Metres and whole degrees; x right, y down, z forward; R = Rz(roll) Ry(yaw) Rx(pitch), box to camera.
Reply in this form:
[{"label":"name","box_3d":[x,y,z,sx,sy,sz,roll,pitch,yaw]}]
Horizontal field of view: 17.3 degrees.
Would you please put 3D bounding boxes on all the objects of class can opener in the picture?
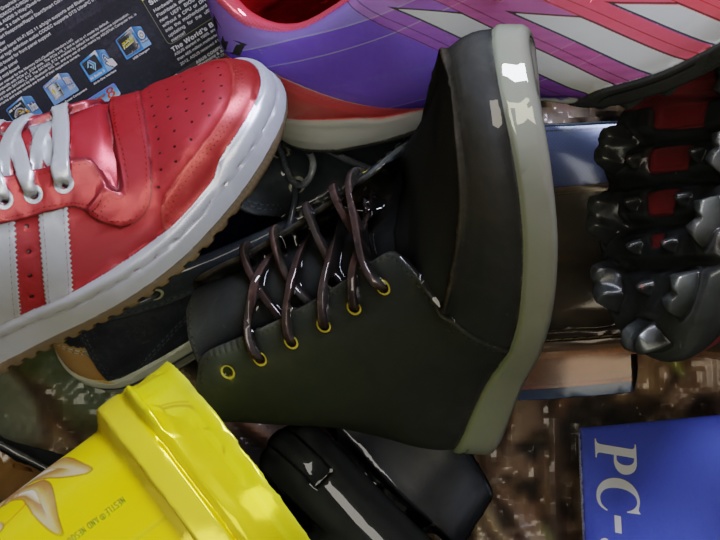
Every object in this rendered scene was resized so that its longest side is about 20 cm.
[{"label":"can opener","box_3d":[0.039,0.125,0.835,0.079,0.063,0.200,-40,92,0]}]

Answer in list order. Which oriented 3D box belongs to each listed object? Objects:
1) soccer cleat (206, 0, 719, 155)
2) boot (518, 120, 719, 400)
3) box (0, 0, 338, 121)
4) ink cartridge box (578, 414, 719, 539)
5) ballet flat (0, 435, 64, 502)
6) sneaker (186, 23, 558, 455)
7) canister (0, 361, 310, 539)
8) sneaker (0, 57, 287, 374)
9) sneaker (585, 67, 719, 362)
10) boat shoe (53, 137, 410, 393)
[{"label":"soccer cleat","box_3d":[0.044,-0.090,0.730,0.200,0.068,0.073,-11,137,27]},{"label":"boot","box_3d":[0.133,-0.015,0.825,0.200,0.075,0.097,-9,95,1]},{"label":"box","box_3d":[-0.077,-0.131,0.775,0.200,0.049,0.161,-34,124,-4]},{"label":"ink cartridge box","box_3d":[0.126,0.148,0.795,0.094,0.044,0.200,-7,64,13]},{"label":"ballet flat","box_3d":[-0.135,0.087,0.828,0.200,0.073,0.073,31,91,-2]},{"label":"sneaker","box_3d":[0.000,0.000,0.729,0.106,0.200,0.075,0,56,-5]},{"label":"canister","box_3d":[-0.110,0.129,0.728,0.200,0.149,0.087,-37,77,-8]},{"label":"sneaker","box_3d":[-0.128,-0.029,0.736,0.200,0.071,0.113,-32,124,16]},{"label":"sneaker","box_3d":[0.137,-0.061,0.780,0.098,0.071,0.201,21,81,-36]},{"label":"boat shoe","box_3d":[-0.031,-0.033,0.818,0.200,0.062,0.075,-34,48,3]}]
